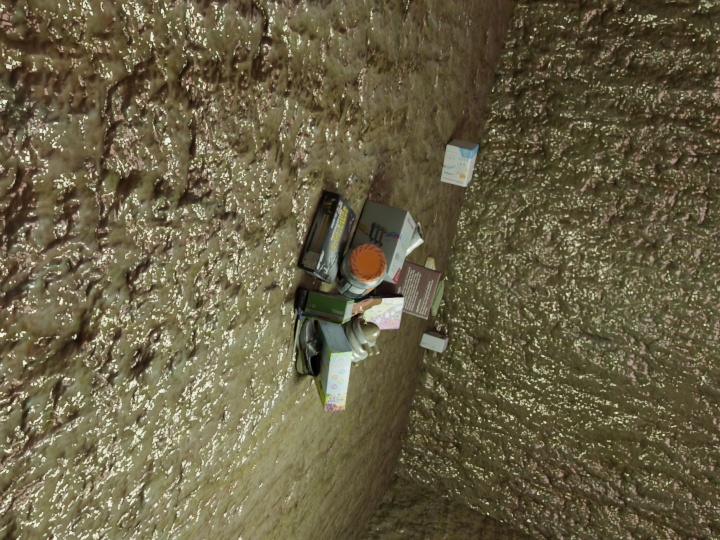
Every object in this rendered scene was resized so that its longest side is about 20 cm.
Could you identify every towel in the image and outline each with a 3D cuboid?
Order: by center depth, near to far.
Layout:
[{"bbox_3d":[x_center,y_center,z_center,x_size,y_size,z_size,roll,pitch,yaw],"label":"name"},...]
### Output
[{"bbox_3d":[0.485,0.172,3.351,0.149,0.036,0.202,73,38,-59],"label":"towel"}]

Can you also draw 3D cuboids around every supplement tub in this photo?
[{"bbox_3d":[0.000,0.000,1.447,0.200,0.121,0.124,134,-20,-71],"label":"supplement tub"}]

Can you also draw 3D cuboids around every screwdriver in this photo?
[{"bbox_3d":[-0.155,0.138,1.349,0.029,0.028,0.204,-9,115,-39],"label":"screwdriver"}]

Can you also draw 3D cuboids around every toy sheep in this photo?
[{"bbox_3d":[-0.022,0.221,1.643,0.198,0.139,0.138,-33,175,21],"label":"toy sheep"}]

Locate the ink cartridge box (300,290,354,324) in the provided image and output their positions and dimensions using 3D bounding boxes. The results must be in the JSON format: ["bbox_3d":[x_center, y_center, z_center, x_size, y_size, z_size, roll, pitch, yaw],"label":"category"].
[{"bbox_3d":[-0.080,0.092,1.356,0.200,0.102,0.060,11,92,-83],"label":"ink cartridge box"}]

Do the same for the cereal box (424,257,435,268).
[{"bbox_3d":[0.341,0.050,2.786,0.144,0.039,0.203,66,44,-64],"label":"cereal box"}]

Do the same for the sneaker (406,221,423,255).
[{"bbox_3d":[0.148,-0.127,1.773,0.115,0.201,0.074,-36,128,10],"label":"sneaker"}]

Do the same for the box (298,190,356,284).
[{"bbox_3d":[-0.080,-0.078,1.354,0.158,0.048,0.203,41,67,-71],"label":"box"}]

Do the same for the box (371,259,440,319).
[{"bbox_3d":[0.141,0.053,1.823,0.164,0.197,0.169,-170,-82,-78],"label":"box"}]

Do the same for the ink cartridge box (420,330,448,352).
[{"bbox_3d":[0.472,0.450,3.386,0.200,0.142,0.085,0,105,-72],"label":"ink cartridge box"}]

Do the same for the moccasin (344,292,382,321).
[{"bbox_3d":[-0.014,0.112,1.590,0.200,0.073,0.079,-16,115,-45],"label":"moccasin"}]

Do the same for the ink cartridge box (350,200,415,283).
[{"bbox_3d":[0.067,-0.087,1.637,0.145,0.142,0.203,41,67,-70],"label":"ink cartridge box"}]

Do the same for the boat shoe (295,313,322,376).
[{"bbox_3d":[-0.132,0.199,1.421,0.073,0.064,0.203,-52,153,-47],"label":"boat shoe"}]

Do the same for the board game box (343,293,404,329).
[{"bbox_3d":[0.036,0.134,1.702,0.032,0.196,0.122,-113,-154,-54],"label":"board game box"}]

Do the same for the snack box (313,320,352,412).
[{"bbox_3d":[-0.083,0.257,1.483,0.169,0.066,0.203,-122,-144,-57],"label":"snack box"}]

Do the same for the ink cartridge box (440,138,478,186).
[{"bbox_3d":[0.463,-0.496,2.512,0.125,0.127,0.203,-45,147,-55],"label":"ink cartridge box"}]
